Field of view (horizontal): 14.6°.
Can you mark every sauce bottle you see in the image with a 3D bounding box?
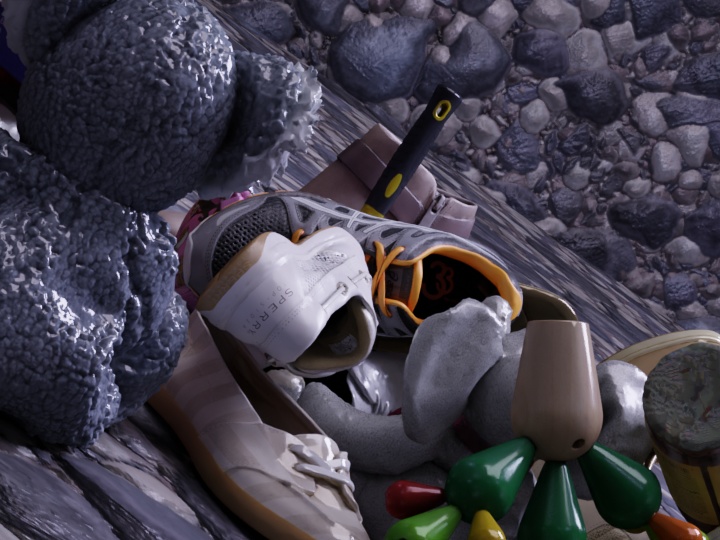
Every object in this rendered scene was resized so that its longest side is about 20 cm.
[{"bbox_3d":[0.190,0.103,1.487,0.065,0.065,0.200,40,-11,25],"label":"sauce bottle"}]

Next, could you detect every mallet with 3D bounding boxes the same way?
[{"bbox_3d":[-0.003,-0.038,1.812,0.066,0.201,0.041,28,-6,-16],"label":"mallet"}]

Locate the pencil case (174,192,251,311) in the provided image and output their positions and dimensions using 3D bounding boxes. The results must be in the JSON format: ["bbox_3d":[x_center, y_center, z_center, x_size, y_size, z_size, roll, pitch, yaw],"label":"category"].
[{"bbox_3d":[-0.026,0.028,1.726,0.200,0.083,0.087,35,5,-23],"label":"pencil case"}]

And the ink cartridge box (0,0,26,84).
[{"bbox_3d":[-0.203,-0.147,1.602,0.198,0.047,0.200,42,10,24],"label":"ink cartridge box"}]

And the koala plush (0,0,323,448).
[{"bbox_3d":[-0.122,-0.041,1.257,0.177,0.200,0.184,36,8,-7],"label":"koala plush"}]

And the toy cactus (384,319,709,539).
[{"bbox_3d":[0.094,0.109,1.385,0.199,0.166,0.102,5,-7,-24],"label":"toy cactus"}]

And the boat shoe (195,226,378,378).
[{"bbox_3d":[-0.025,0.024,1.432,0.069,0.071,0.200,44,12,9],"label":"boat shoe"}]

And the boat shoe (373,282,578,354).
[{"bbox_3d":[0.029,0.015,1.651,0.200,0.072,0.066,18,-1,-17],"label":"boat shoe"}]

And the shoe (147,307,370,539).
[{"bbox_3d":[-0.048,0.085,1.387,0.070,0.053,0.200,29,11,-44],"label":"shoe"}]

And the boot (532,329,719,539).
[{"bbox_3d":[0.159,0.124,1.618,0.155,0.199,0.073,48,-19,52],"label":"boot"}]

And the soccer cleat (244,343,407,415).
[{"bbox_3d":[-0.005,0.072,1.646,0.200,0.069,0.085,28,20,-33],"label":"soccer cleat"}]

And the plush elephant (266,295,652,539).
[{"bbox_3d":[0.059,0.082,1.497,0.164,0.155,0.200,32,8,-29],"label":"plush elephant"}]

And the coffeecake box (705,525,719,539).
[{"bbox_3d":[0.224,0.174,1.493,0.073,0.200,0.153,61,17,21],"label":"coffeecake box"}]

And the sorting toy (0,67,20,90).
[{"bbox_3d":[-0.198,-0.087,1.689,0.200,0.070,0.199,37,7,6],"label":"sorting toy"}]

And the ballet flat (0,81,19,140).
[{"bbox_3d":[-0.240,-0.086,1.537,0.199,0.068,0.068,30,18,-2],"label":"ballet flat"}]

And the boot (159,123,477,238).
[{"bbox_3d":[-0.026,-0.033,1.852,0.200,0.146,0.070,33,9,-28],"label":"boot"}]

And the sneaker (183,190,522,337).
[{"bbox_3d":[0.000,0.000,1.565,0.199,0.079,0.077,4,5,-18],"label":"sneaker"}]
